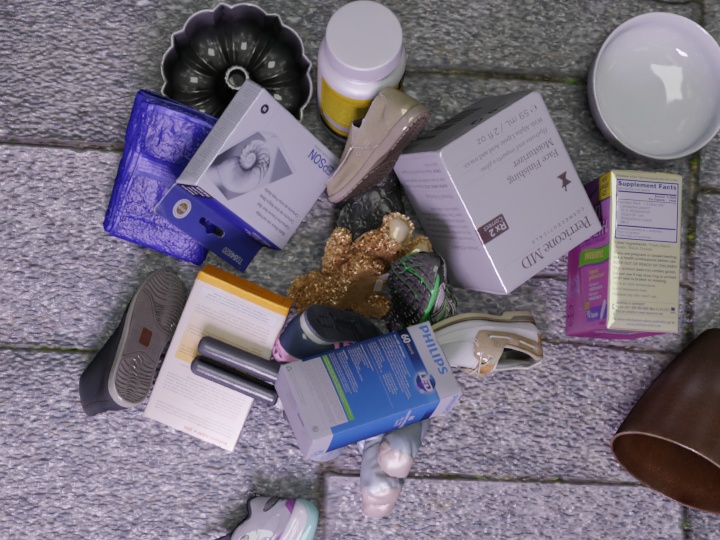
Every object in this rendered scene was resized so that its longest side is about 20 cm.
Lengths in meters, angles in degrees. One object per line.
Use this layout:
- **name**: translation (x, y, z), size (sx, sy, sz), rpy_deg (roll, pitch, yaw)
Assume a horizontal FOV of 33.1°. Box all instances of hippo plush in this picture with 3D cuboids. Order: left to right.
- **hippo plush**: translation (0.000, 0.197, 1.529), size (0.159, 0.159, 0.202), rpy_deg (24, 99, 6)

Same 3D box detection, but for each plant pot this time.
- **plant pot**: translation (0.454, 0.183, 1.592), size (0.186, 0.187, 0.201), rpy_deg (33, 67, -3)

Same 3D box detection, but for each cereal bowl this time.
- **cereal bowl**: translation (0.400, -0.245, 1.658), size (0.197, 0.083, 0.203), rpy_deg (1, 84, -7)

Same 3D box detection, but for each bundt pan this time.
- **bundt pan**: translation (-0.162, -0.245, 1.592), size (0.199, 0.076, 0.205), rpy_deg (1, 85, -6)

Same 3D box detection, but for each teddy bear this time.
- **teddy bear**: translation (0.000, 0.000, 1.573), size (0.144, 0.067, 0.200), rpy_deg (23, 121, -34)

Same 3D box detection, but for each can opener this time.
- **can opener**: translation (-0.111, 0.141, 1.466), size (0.198, 0.067, 0.054), rpy_deg (22, 100, -2)

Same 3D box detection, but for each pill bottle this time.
- **pill bottle**: translation (0.000, -0.251, 1.542), size (0.113, 0.200, 0.116), rpy_deg (1, 72, -2)

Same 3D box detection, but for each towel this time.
- **towel**: translation (-0.241, -0.114, 1.538), size (0.146, 0.050, 0.202), rpy_deg (19, 114, -3)

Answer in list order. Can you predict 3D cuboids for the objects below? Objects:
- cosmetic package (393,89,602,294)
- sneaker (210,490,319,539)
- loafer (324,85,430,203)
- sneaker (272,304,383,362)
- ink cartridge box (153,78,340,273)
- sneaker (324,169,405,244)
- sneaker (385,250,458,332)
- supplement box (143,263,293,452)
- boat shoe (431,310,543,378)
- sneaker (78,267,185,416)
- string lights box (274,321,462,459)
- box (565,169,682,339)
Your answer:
- **cosmetic package**: translation (0.170, -0.100, 1.547), size (0.164, 0.165, 0.201), rpy_deg (-33, 103, -16)
- **sneaker**: translation (-0.141, 0.381, 1.543), size (0.138, 0.078, 0.202), rpy_deg (15, 74, -4)
- **loafer**: translation (0.013, -0.158, 1.515), size (0.075, 0.200, 0.069), rpy_deg (-24, 74, -47)
- **sneaker**: translation (-0.035, 0.097, 1.545), size (0.082, 0.199, 0.071), rpy_deg (-37, 57, 22)
- **ink cartridge box**: translation (-0.136, -0.107, 1.527), size (0.040, 0.199, 0.201), rpy_deg (35, 89, 39)
- **sneaker**: translation (0.031, -0.110, 1.615), size (0.199, 0.060, 0.104), rpy_deg (-40, 89, -4)
- **sneaker**: translation (0.084, 0.031, 1.547), size (0.085, 0.201, 0.078), rpy_deg (-27, 66, -18)
- **supplement box**: translation (-0.179, 0.110, 1.535), size (0.125, 0.074, 0.202), rpy_deg (23, 97, -2)
- **boat shoe**: translation (0.156, 0.100, 1.567), size (0.198, 0.075, 0.069), rpy_deg (-7, 59, -29)
- **sneaker**: translation (-0.299, 0.089, 1.550), size (0.075, 0.106, 0.202), rpy_deg (40, 51, -28)
- **string lights box**: translation (0.010, 0.140, 1.438), size (0.198, 0.059, 0.104), rpy_deg (-15, 64, -22)
- **box**: translation (0.340, -0.015, 1.582), size (0.095, 0.176, 0.203), rpy_deg (4, 84, -7)
